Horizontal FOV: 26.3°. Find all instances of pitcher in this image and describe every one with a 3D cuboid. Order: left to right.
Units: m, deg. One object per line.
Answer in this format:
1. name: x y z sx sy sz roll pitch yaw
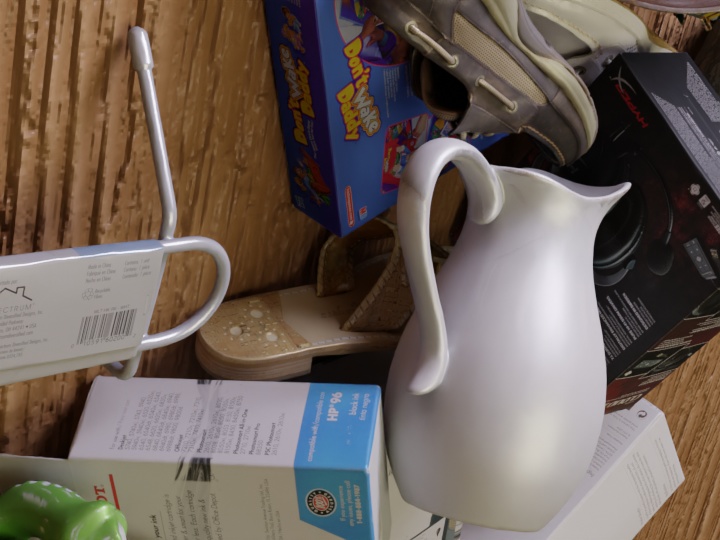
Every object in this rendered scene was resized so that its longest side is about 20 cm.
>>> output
1. pitcher: 0.065 0.034 0.840 0.171 0.121 0.201 11 90 -46

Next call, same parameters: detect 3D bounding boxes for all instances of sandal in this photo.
1. sandal: 0.003 0.003 0.894 0.211 0.078 0.070 -17 137 -33

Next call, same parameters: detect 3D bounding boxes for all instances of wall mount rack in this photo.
1. wall mount rack: -0.152 -0.020 0.723 0.200 0.075 0.174 -9 127 -43

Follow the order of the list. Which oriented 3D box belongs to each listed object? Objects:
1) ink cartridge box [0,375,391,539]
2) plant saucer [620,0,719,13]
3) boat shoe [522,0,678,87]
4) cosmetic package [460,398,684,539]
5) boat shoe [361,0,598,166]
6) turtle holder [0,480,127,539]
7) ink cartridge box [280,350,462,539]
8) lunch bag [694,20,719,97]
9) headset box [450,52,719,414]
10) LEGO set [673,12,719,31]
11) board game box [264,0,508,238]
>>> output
1. ink cartridge box: -0.087 0.121 0.843 0.068 0.199 0.116 -80 169 -51
2. plant saucer: 0.171 -0.233 0.832 0.200 0.200 0.034 -51 180 -6
3. boat shoe: 0.136 -0.132 0.945 0.200 0.071 0.069 19 101 -53
4. cosmetic package: 0.148 0.185 1.178 0.200 0.085 0.108 -43 140 -15
5. boat shoe: 0.059 -0.111 0.816 0.073 0.075 0.200 -43 137 3
6. turtle holder: -0.191 0.199 0.781 0.185 0.132 0.141 -34 137 -22
7. ink cartridge box: -0.007 0.157 0.990 0.146 0.084 0.201 -20 130 -36
8. lunch bag: 0.274 -0.102 1.011 0.200 0.117 0.164 -67 -178 -79
9. headset box: 0.157 -0.013 0.947 0.077 0.149 0.200 -6 149 -44
10. LEGO set: 0.263 -0.231 0.918 0.200 0.154 0.116 -32 158 37
11. board game box: 0.017 -0.134 0.837 0.134 0.045 0.200 -32 137 -28
